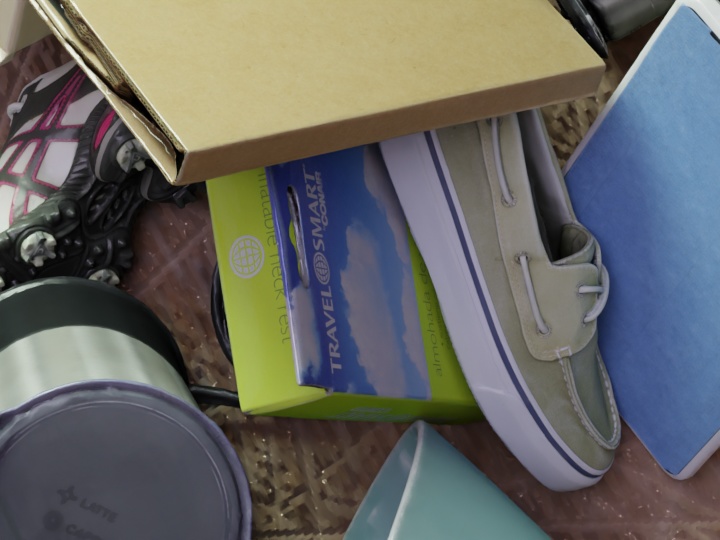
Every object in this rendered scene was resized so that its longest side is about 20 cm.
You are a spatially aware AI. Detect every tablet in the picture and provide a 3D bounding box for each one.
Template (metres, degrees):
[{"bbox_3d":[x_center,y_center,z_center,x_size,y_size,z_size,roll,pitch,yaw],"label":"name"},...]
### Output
[{"bbox_3d":[0.133,-0.009,0.960,0.014,0.200,0.130,-27,71,-33],"label":"tablet"}]

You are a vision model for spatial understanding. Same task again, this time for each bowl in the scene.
[{"bbox_3d":[0.029,0.172,0.959,0.105,0.201,0.201,23,88,-3],"label":"bowl"}]

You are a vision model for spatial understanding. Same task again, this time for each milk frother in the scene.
[{"bbox_3d":[-0.071,0.055,0.986,0.180,0.188,0.200,28,95,-17],"label":"milk frother"}]

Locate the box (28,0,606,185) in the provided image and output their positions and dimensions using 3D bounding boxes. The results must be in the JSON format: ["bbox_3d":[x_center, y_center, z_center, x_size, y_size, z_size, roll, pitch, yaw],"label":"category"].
[{"bbox_3d":[-0.027,-0.107,0.915,0.164,0.200,0.021,51,138,31],"label":"box"}]

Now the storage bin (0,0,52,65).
[{"bbox_3d":[-0.137,-0.219,1.040,0.200,0.094,0.199,-34,71,-34],"label":"storage bin"}]

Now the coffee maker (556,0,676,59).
[{"bbox_3d":[0.132,-0.213,0.959,0.200,0.192,0.135,-32,32,6],"label":"coffee maker"}]

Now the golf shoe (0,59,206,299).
[{"bbox_3d":[-0.139,-0.035,1.090,0.200,0.077,0.088,-44,49,6],"label":"golf shoe"}]

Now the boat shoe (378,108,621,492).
[{"bbox_3d":[0.069,0.004,0.980,0.062,0.072,0.200,-15,114,27],"label":"boat shoe"}]

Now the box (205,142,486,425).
[{"bbox_3d":[0.000,0.000,0.969,0.048,0.200,0.122,-16,77,27],"label":"box"}]
